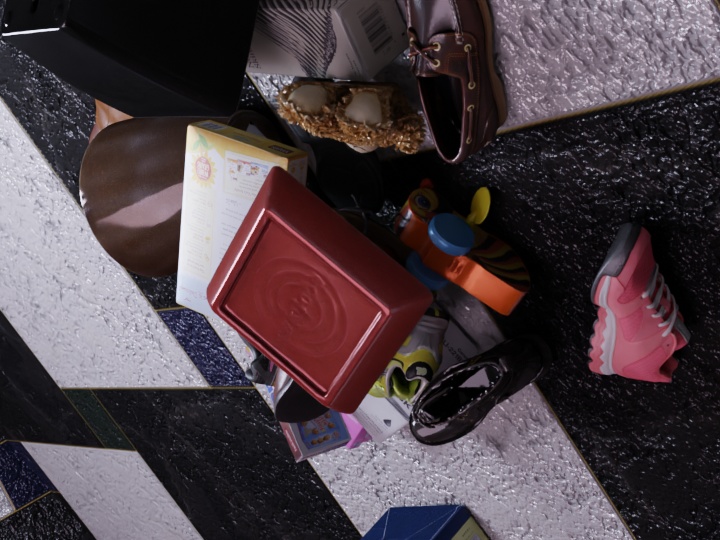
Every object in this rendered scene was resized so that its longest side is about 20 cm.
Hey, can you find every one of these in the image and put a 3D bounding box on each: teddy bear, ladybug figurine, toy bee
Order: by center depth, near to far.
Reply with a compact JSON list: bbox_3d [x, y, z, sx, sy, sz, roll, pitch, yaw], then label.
[{"bbox_3d":[-0.007,-0.137,1.353,0.200,0.143,0.068,-113,27,-80],"label":"teddy bear"},{"bbox_3d":[0.080,-0.044,1.463,0.130,0.109,0.200,-32,115,32],"label":"toy bee"},{"bbox_3d":[0.000,0.000,1.535,0.199,0.072,0.136,19,-152,-52],"label":"ladybug figurine"}]

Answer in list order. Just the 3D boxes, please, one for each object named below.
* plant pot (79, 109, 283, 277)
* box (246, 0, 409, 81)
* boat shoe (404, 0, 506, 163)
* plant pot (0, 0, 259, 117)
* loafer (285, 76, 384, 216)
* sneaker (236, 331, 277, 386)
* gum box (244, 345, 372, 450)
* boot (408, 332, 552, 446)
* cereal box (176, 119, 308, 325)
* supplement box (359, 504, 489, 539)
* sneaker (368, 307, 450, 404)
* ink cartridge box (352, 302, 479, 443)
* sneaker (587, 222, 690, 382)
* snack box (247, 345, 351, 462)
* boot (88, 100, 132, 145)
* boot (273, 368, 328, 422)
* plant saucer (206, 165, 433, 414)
[{"bbox_3d":[-0.181,-0.106,1.677,0.199,0.187,0.188,-17,114,41],"label":"plant pot"},{"bbox_3d":[-0.050,-0.232,1.410,0.199,0.068,0.083,11,136,49],"label":"box"},{"bbox_3d":[0.076,-0.185,1.292,0.070,0.070,0.201,19,140,44],"label":"boat shoe"},{"bbox_3d":[-0.219,-0.265,1.400,0.176,0.202,0.199,15,175,-39],"label":"plant pot"},{"bbox_3d":[-0.018,-0.134,1.517,0.071,0.063,0.200,-1,147,22],"label":"loafer"},{"bbox_3d":[-0.108,0.043,1.752,0.080,0.085,0.202,121,143,-56],"label":"sneaker"},{"bbox_3d":[-0.046,0.125,1.876,0.200,0.066,0.114,43,152,9],"label":"gum box"},{"bbox_3d":[0.095,0.126,1.500,0.200,0.174,0.070,-39,79,27],"label":"boot"},{"bbox_3d":[-0.125,-0.041,1.549,0.143,0.039,0.202,21,115,33],"label":"cereal box"},{"bbox_3d":[0.102,0.433,1.993,0.200,0.134,0.200,53,152,-11],"label":"supplement box"},{"bbox_3d":[0.033,0.099,1.524,0.075,0.077,0.200,12,156,-7],"label":"sneaker"},{"bbox_3d":[0.031,0.099,1.711,0.144,0.084,0.200,47,152,2],"label":"ink cartridge box"},{"bbox_3d":[0.256,0.031,1.336,0.086,0.074,0.201,19,148,20],"label":"sneaker"},{"bbox_3d":[-0.081,0.124,1.784,0.024,0.071,0.202,-47,63,54],"label":"snack box"},{"bbox_3d":[-0.265,-0.158,1.853,0.188,0.068,0.201,44,146,23],"label":"boot"},{"bbox_3d":[-0.071,0.045,1.664,0.189,0.068,0.201,98,164,-47],"label":"boot"},{"bbox_3d":[-0.053,0.031,1.455,0.199,0.037,0.200,39,132,6],"label":"plant saucer"}]
